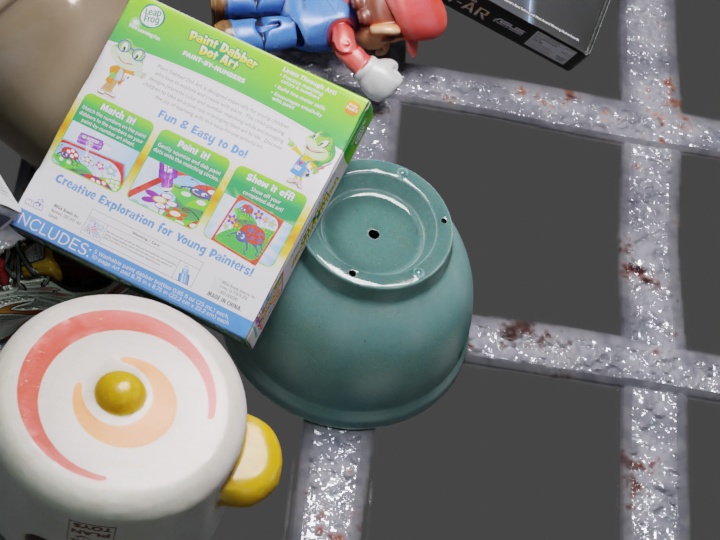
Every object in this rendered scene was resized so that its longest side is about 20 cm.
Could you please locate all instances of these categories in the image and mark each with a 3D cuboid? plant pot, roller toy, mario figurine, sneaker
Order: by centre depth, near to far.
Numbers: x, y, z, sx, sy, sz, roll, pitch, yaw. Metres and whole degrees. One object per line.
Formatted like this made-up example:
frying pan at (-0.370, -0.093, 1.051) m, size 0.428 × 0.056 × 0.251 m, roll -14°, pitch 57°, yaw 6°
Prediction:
roller toy at (-0.172, 0.118, 1.472) m, size 0.182 × 0.140 × 0.200 m, roll -29°, pitch 67°, yaw -28°
sneaker at (-0.257, 0.002, 1.568) m, size 0.199 × 0.082 × 0.078 m, roll -6°, pitch 57°, yaw -16°
plant pot at (0.000, 0.000, 1.597) m, size 0.199 × 0.134 × 0.201 m, roll 6°, pitch 54°, yaw -9°
plant pot at (-0.224, -0.156, 1.635) m, size 0.200 × 0.200 × 0.174 m, roll -35°, pitch 84°, yaw -30°
mario figurine at (-0.025, -0.201, 1.783) m, size 0.199 × 0.106 × 0.124 m, roll -5°, pitch 93°, yaw -4°

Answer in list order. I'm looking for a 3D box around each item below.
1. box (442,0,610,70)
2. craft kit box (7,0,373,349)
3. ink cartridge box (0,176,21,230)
box at (0.132, -0.291, 1.835) m, size 0.199 × 0.044 × 0.161 m, roll 28°, pitch 67°, yaw -11°
craft kit box at (-0.122, -0.074, 1.522) m, size 0.199 × 0.049 × 0.198 m, roll 26°, pitch 82°, yaw 10°
ink cartridge box at (-0.370, -0.056, 1.538) m, size 0.200 × 0.043 × 0.198 m, roll -40°, pitch 65°, yaw 11°
